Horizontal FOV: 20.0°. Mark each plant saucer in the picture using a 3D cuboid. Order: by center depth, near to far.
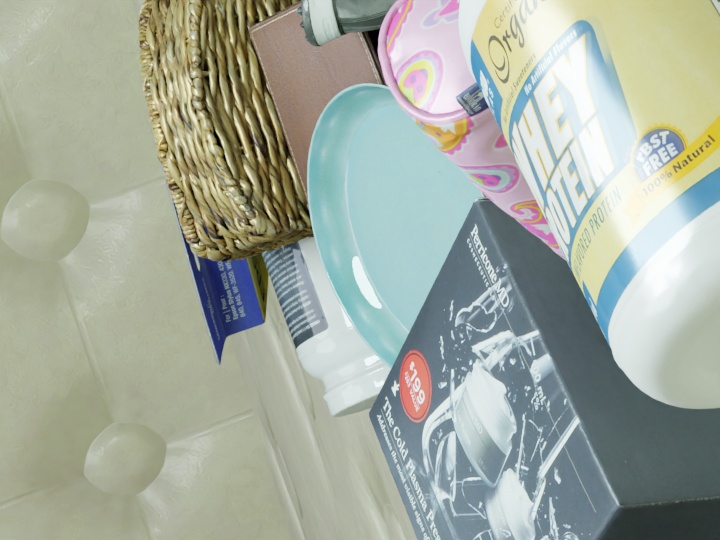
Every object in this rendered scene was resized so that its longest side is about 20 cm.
[{"bbox_3d":[0.034,-0.024,1.297,0.200,0.027,0.202,32,132,43],"label":"plant saucer"}]

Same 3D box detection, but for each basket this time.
[{"bbox_3d":[-0.103,-0.109,1.483,0.148,0.142,0.202,-14,89,50],"label":"basket"}]

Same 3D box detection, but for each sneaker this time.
[{"bbox_3d":[0.013,-0.230,1.297,0.067,0.090,0.202,69,-158,-57],"label":"sneaker"}]

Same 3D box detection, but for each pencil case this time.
[{"bbox_3d":[0.089,-0.062,0.917,0.200,0.087,0.088,39,-162,-48],"label":"pencil case"}]

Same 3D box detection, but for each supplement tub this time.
[{"bbox_3d":[0.121,-0.068,0.735,0.145,0.144,0.201,87,161,-61],"label":"supplement tub"},{"bbox_3d":[0.000,0.000,1.611,0.140,0.139,0.202,119,131,-78],"label":"supplement tub"}]

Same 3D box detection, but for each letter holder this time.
[{"bbox_3d":[0.026,-0.097,1.386,0.142,0.100,0.202,-14,95,61],"label":"letter holder"}]

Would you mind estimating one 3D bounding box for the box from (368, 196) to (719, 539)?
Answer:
[{"bbox_3d":[0.105,0.093,1.079,0.183,0.103,0.201,-65,37,42],"label":"box"}]

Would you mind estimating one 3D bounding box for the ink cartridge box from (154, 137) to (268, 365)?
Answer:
[{"bbox_3d":[-0.115,-0.059,1.632,0.200,0.047,0.199,-97,-6,-64],"label":"ink cartridge box"}]
